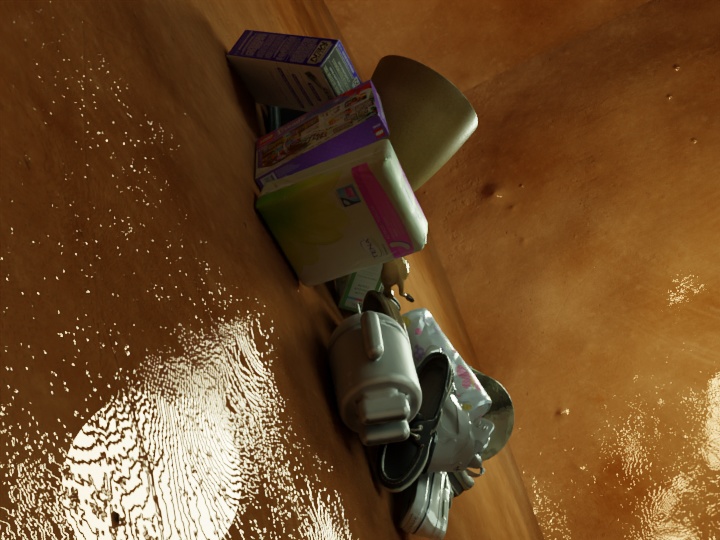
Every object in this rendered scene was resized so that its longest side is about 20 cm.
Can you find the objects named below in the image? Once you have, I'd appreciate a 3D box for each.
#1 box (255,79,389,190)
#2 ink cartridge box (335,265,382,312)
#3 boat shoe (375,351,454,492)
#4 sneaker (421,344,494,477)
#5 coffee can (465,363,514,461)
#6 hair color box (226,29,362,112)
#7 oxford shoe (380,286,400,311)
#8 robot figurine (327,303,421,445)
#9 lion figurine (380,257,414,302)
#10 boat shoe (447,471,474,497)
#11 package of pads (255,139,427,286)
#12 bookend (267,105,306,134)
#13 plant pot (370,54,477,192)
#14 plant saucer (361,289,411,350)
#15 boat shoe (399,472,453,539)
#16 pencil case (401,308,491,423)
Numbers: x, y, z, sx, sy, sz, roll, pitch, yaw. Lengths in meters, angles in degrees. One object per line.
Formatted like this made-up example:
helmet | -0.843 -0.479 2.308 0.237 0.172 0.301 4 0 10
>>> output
box | -0.058 -0.191 1.451 0.039 0.198 0.138 58 12 -29
ink cartridge box | 0.000 0.000 1.624 0.104 0.058 0.202 -99 -154 -59
boat shoe | 0.075 0.203 1.374 0.201 0.073 0.061 -59 163 -24
sneaker | 0.132 0.207 1.459 0.076 0.113 0.202 105 -5 -54
coffee can | 0.171 0.238 1.738 0.148 0.145 0.200 65 -6 -5
hair color box | -0.100 -0.305 1.558 0.198 0.065 0.110 18 -26 37
oxford shoe | 0.026 0.059 1.756 0.200 0.072 0.085 79 -12 -74
robot figurine | 0.017 0.136 1.341 0.201 0.111 0.172 -104 -168 -49
lion figurine | 0.033 -0.038 1.469 0.201 0.072 0.122 56 -7 -3
boat shoe | 0.110 0.314 1.589 0.075 0.073 0.200 57 -11 -7
package of pads | -0.021 -0.072 1.365 0.069 0.197 0.156 -81 149 -52
bookend | -0.029 -0.225 1.697 0.201 0.196 0.093 55 21 -47
plant pot | 0.052 -0.194 1.563 0.185 0.201 0.187 32 -12 8
plant saucer | 0.041 0.128 1.507 0.200 0.029 0.204 170 -90 -77
boat shoe | 0.099 0.325 1.445 0.066 0.074 0.200 31 24 -1
pencil case | 0.119 0.154 1.562 0.090 0.083 0.201 -11 57 -47
